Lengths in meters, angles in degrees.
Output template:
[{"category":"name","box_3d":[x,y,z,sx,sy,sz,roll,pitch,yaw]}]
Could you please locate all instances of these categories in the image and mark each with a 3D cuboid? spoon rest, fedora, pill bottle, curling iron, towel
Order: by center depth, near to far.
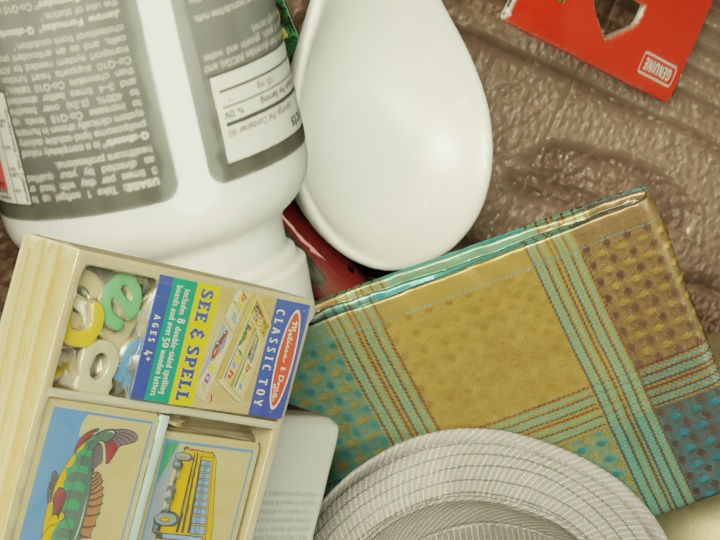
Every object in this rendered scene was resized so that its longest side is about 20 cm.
[{"category":"pill bottle","box_3d":[-0.083,-0.069,0.968,0.116,0.116,0.201,-21,106,-31]},{"category":"fedora","box_3d":[0.044,0.168,1.022,0.176,0.090,0.201,28,95,-12]},{"category":"spoon rest","box_3d":[-0.006,-0.097,1.031,0.099,0.061,0.201,-26,99,-34]},{"category":"towel","box_3d":[0.042,0.058,1.060,0.199,0.022,0.147,-20,120,8]},{"category":"curling iron","box_3d":[0.000,0.000,1.074,0.050,0.026,0.200,-43,108,-22]}]

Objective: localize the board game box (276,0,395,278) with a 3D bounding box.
[{"category":"board game box","box_3d":[-0.045,-0.017,1.105,0.105,0.023,0.201,-36,127,-19]}]

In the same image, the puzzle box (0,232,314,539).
[{"category":"puzzle box","box_3d":[-0.085,0.095,0.888,0.133,0.025,0.201,12,92,-57]}]

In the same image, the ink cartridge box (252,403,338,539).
[{"category":"ink cartridge box","box_3d":[-0.096,0.128,0.944,0.200,0.043,0.174,7,98,-56]}]

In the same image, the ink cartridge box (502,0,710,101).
[{"category":"ink cartridge box","box_3d":[0.146,-0.161,1.131,0.200,0.043,0.174,14,99,-63]}]

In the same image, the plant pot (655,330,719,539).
[{"category":"plant pot","box_3d":[0.153,0.120,1.220,0.134,0.200,0.201,-1,109,-20]}]
